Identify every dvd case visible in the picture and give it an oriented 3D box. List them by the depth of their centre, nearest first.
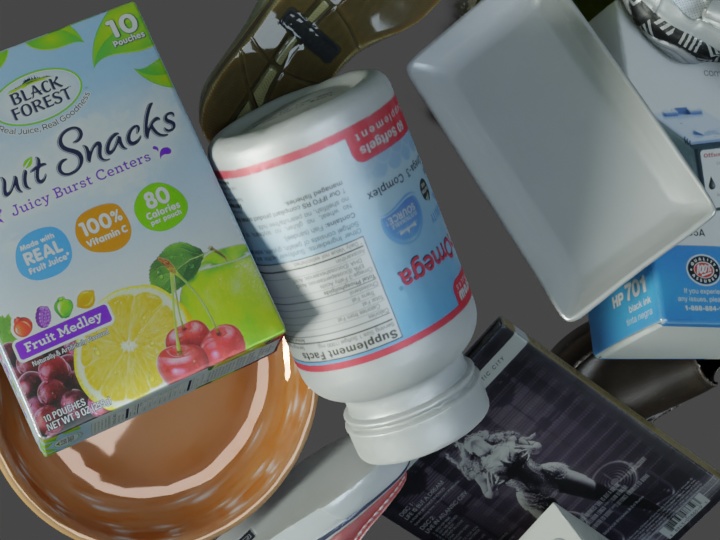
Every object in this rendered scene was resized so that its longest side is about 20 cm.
[{"bbox_3d":[0.112,0.133,1.020,0.199,0.016,0.149,34,110,-22],"label":"dvd case"}]

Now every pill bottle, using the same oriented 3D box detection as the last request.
[{"bbox_3d":[0.000,0.000,0.910,0.108,0.109,0.202,-27,105,-17],"label":"pill bottle"}]

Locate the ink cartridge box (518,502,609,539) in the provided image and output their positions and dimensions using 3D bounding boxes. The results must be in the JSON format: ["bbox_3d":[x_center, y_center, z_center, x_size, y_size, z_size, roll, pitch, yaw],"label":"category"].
[{"bbox_3d":[0.129,0.224,1.005,0.116,0.068,0.199,-48,125,7],"label":"ink cartridge box"}]

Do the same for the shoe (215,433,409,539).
[{"bbox_3d":[-0.035,0.185,0.973,0.199,0.071,0.091,-39,110,-6],"label":"shoe"}]

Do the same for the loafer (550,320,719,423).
[{"bbox_3d":[0.188,0.054,1.046,0.199,0.071,0.073,-39,108,-14],"label":"loafer"}]

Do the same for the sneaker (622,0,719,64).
[{"bbox_3d":[0.242,-0.151,0.931,0.199,0.115,0.075,38,60,-5],"label":"sneaker"}]

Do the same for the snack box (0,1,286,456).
[{"bbox_3d":[-0.145,-0.024,0.873,0.141,0.053,0.202,-23,80,-16],"label":"snack box"}]

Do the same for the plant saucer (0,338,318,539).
[{"bbox_3d":[-0.121,0.060,0.942,0.198,0.037,0.203,-3,97,-21],"label":"plant saucer"}]

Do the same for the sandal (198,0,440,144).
[{"bbox_3d":[-0.021,-0.150,0.954,0.200,0.054,0.080,-46,114,4],"label":"sandal"}]

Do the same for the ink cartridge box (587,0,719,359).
[{"bbox_3d":[0.208,-0.052,0.997,0.145,0.086,0.203,1,73,-22],"label":"ink cartridge box"}]

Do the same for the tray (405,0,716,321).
[{"bbox_3d":[0.114,-0.077,0.951,0.107,0.201,0.022,-37,153,14],"label":"tray"}]
